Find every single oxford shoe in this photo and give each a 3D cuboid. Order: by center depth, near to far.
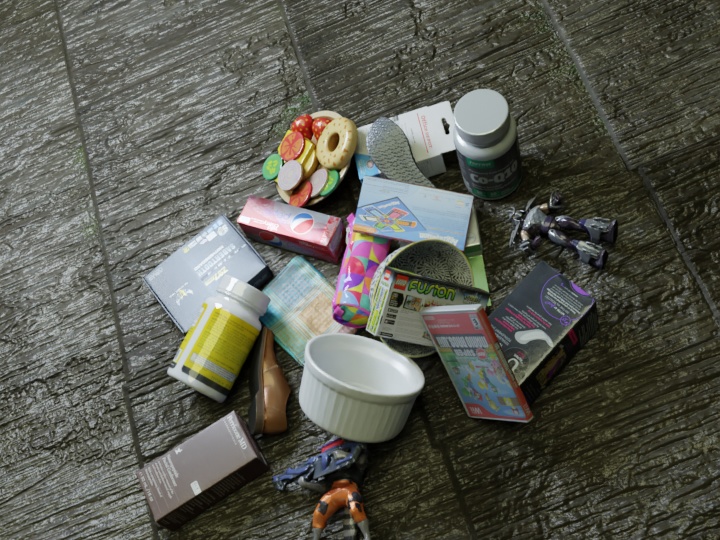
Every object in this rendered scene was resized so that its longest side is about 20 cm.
[{"bbox_3d":[-0.156,0.192,1.677,0.070,0.071,0.202,7,59,-18],"label":"oxford shoe"}]

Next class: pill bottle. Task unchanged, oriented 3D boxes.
[{"bbox_3d":[-0.243,0.117,1.687,0.113,0.114,0.201,23,79,24],"label":"pill bottle"},{"bbox_3d":[0.223,-0.221,1.698,0.112,0.200,0.114,-6,62,12],"label":"pill bottle"}]

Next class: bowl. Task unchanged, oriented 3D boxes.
[{"bbox_3d":[0.085,0.036,1.626,0.201,0.201,0.094,-46,30,-11],"label":"bowl"}]

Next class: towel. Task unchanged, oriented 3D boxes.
[{"bbox_3d":[-0.099,0.078,1.734,0.147,0.022,0.200,-44,61,-9],"label":"towel"}]

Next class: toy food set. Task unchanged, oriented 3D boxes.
[{"bbox_3d":[-0.094,-0.212,1.830,0.199,0.048,0.199,33,95,41],"label":"toy food set"}]

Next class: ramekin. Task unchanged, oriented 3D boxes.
[{"bbox_3d":[-0.004,0.190,1.554,0.199,0.200,0.099,27,112,25],"label":"ramekin"}]

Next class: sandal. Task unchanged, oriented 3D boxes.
[{"bbox_3d":[0.075,-0.183,1.742,0.076,0.043,0.201,-32,81,7],"label":"sandal"}]

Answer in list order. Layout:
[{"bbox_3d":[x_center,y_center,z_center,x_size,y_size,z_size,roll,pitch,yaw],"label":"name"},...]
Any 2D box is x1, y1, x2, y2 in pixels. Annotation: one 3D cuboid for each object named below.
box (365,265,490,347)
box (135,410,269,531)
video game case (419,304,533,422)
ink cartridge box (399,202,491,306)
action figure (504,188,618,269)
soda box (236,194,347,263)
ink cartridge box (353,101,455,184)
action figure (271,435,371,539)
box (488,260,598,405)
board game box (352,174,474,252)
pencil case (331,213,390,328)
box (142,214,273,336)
[{"bbox_3d":[0.113,0.067,1.575,0.035,0.198,0.111,27,101,58],"label":"box"},{"bbox_3d":[-0.264,0.336,1.618,0.199,0.075,0.100,-32,60,-5],"label":"box"},{"bbox_3d":[0.179,0.145,1.506,0.017,0.201,0.142,-34,15,-31],"label":"video game case"},{"bbox_3d":[0.145,-0.023,1.707,0.144,0.048,0.202,-11,59,9],"label":"ink cartridge box"},{"bbox_3d":[0.341,-0.075,1.670,0.198,0.069,0.131,20,75,26],"label":"action figure"},{"bbox_3d":[-0.125,-0.077,1.792,0.198,0.070,0.064,16,67,22],"label":"soda box"},{"bbox_3d":[0.089,-0.230,1.814,0.198,0.068,0.117,-16,62,7],"label":"ink cartridge box"},{"bbox_3d":[-0.048,0.357,1.558,0.199,0.104,0.195,-22,49,35],"label":"action figure"},{"bbox_3d":[0.279,0.107,1.568,0.200,0.106,0.122,-45,59,-10],"label":"box"},{"bbox_3d":[0.093,-0.099,1.690,0.198,0.019,0.104,11,76,5],"label":"board game box"},{"bbox_3d":[0.000,0.000,1.703,0.087,0.089,0.202,0,57,15],"label":"pencil case"},{"bbox_3d":[-0.284,0.013,1.800,0.199,0.051,0.158,-39,62,-7],"label":"box"}]
